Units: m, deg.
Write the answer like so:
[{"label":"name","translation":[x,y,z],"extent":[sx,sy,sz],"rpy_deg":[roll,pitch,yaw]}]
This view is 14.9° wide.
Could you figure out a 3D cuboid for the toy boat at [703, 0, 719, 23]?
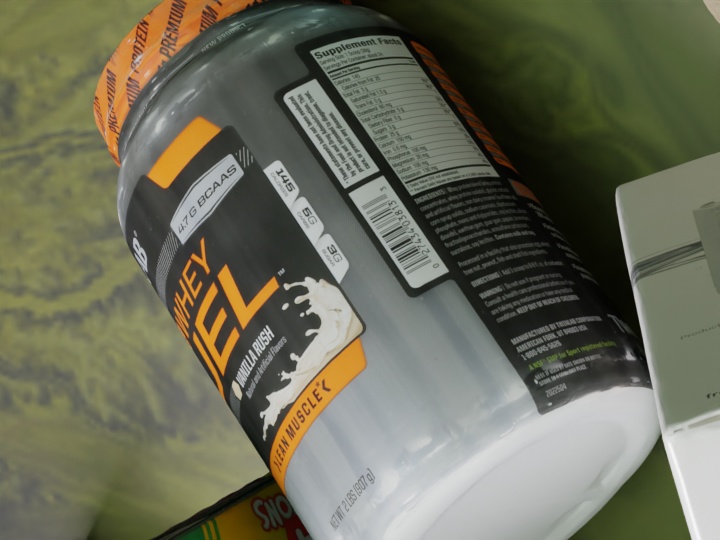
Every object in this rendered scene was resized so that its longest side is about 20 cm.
[{"label":"toy boat","translation":[0.184,-0.124,0.796],"extent":[0.131,0.131,0.200],"rpy_deg":[46,160,10]}]

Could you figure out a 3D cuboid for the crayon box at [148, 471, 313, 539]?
[{"label":"crayon box","translation":[-0.010,0.156,0.911],"extent":[0.058,0.200,0.173],"rpy_deg":[-27,89,31]}]

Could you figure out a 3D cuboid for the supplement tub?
[{"label":"supplement tub","translation":[0.000,0.000,0.899],"extent":[0.123,0.122,0.200],"rpy_deg":[-49,61,27]}]

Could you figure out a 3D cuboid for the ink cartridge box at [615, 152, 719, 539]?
[{"label":"ink cartridge box","translation":[0.131,0.059,0.749],"extent":[0.082,0.200,0.147],"rpy_deg":[-16,107,7]}]
